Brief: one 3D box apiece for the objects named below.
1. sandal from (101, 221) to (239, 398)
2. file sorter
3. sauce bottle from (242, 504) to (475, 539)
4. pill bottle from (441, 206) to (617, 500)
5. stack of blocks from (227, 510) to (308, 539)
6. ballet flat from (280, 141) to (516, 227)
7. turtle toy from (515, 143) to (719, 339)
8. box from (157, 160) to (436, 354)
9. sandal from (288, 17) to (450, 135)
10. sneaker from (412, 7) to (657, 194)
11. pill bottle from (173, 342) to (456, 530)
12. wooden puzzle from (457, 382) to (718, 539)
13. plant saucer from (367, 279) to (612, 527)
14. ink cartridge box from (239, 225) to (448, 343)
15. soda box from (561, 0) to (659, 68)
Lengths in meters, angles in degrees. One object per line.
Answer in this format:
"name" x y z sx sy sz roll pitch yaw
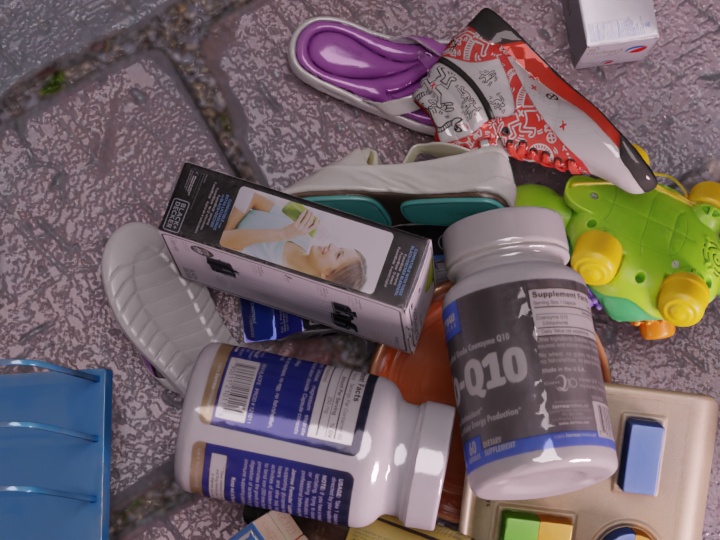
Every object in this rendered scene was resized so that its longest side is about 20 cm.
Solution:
"sandal" -0.144 0.057 1.646 0.082 0.050 0.203 -37 95 -31
"file sorter" -0.276 0.170 1.557 0.138 0.123 0.202 -4 78 21
"sauce bottle" 0.005 0.209 1.606 0.199 0.065 0.065 20 78 18
"pill bottle" 0.121 0.062 1.548 0.113 0.114 0.202 -7 72 -5
"stack of blocks" -0.053 0.296 1.578 0.115 0.059 0.201 -38 83 22
"ballet flat" 0.026 -0.066 1.606 0.198 0.069 0.070 -2 78 18
"turtle toy" 0.202 -0.020 1.657 0.199 0.101 0.146 24 48 1
"box" -0.045 -0.008 1.571 0.198 0.117 0.061 18 74 11
"sandal" 0.040 -0.160 1.693 0.201 0.050 0.083 10 79 -2
"sneaker" 0.131 -0.102 1.626 0.108 0.067 0.201 -46 75 3
"pill bottle" -0.032 0.129 1.556 0.198 0.116 0.117 12 78 4
"wooden puzzle" 0.179 0.181 1.621 0.198 0.046 0.187 7 94 -7
"plant saucer" 0.101 0.101 1.644 0.198 0.032 0.202 -1 96 -8
"ink cartridge box" 0.000 0.000 1.661 0.198 0.039 0.100 -6 80 -13
"soda box" 0.195 -0.275 1.725 0.063 0.068 0.202 -8 80 -5
